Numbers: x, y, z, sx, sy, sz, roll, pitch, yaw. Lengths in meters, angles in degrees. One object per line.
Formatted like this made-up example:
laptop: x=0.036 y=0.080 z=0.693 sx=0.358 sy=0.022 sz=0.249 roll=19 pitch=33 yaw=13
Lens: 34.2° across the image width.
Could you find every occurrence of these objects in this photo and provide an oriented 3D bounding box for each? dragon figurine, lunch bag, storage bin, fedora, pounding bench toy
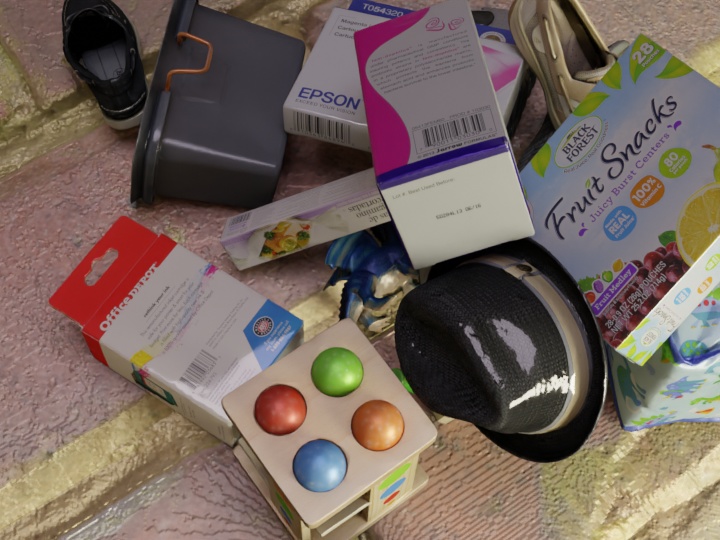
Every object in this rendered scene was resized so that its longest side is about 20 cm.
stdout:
dragon figurine: x=0.000 y=0.000 z=1.077 sx=0.099 sy=0.059 sz=0.200 roll=39 pitch=64 yaw=18
lunch bag: x=0.269 y=0.017 z=1.016 sx=0.127 sy=0.170 sz=0.200 roll=-4 pitch=64 yaw=-7
storage bin: x=-0.131 y=-0.159 z=1.118 sx=0.134 sy=0.146 sz=0.200 roll=12 pitch=64 yaw=-7
fedora: x=0.092 y=0.065 z=0.906 sx=0.091 sy=0.201 sz=0.201 roll=-12 pitch=62 yaw=-36
pounding bench toy: x=0.005 y=0.120 z=0.965 sx=0.200 sy=0.156 sz=0.124 roll=-33 pitch=69 yaw=-17

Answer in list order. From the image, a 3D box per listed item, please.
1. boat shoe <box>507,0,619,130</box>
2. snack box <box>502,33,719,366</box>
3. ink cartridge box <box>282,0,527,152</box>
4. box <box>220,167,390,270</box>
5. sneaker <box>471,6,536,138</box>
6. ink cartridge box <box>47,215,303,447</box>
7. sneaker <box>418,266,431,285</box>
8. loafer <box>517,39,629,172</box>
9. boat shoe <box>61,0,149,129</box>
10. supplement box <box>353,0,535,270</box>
boat shoe: x=0.210 y=-0.172 z=1.075 sx=0.072 sy=0.065 sz=0.200 roll=-37 pitch=104 yaw=-20
snack box: x=0.219 y=-0.056 z=0.914 sx=0.200 sy=0.068 sz=0.169 roll=-48 pitch=55 yaw=9
ink cartridge box: x=0.052 y=-0.189 z=1.103 sx=0.196 sy=0.043 sz=0.200 roll=14 pitch=56 yaw=11
box: x=-0.032 y=-0.052 z=1.060 sx=0.200 sy=0.039 sz=0.041 roll=-18 pitch=34 yaw=20
sneaker: x=0.113 y=-0.194 z=1.177 sx=0.115 sy=0.075 sz=0.200 roll=20 pitch=55 yaw=13
ink cartridge box: x=-0.163 y=0.051 z=1.043 sx=0.200 sy=0.067 sz=0.116 roll=31 pitch=66 yaw=13
sneaker: x=0.104 y=-0.048 z=1.063 sx=0.086 sy=0.078 sz=0.200 roll=-31 pitch=43 yaw=29
loafer: x=0.221 y=-0.141 z=1.156 sx=0.070 sy=0.075 sz=0.200 roll=37 pitch=72 yaw=-12
boat shoe: x=-0.262 y=-0.229 z=1.167 sx=0.074 sy=0.066 sz=0.200 roll=-20 pitch=55 yaw=-1
supplement box: x=0.063 y=-0.114 z=0.932 sx=0.101 sy=0.103 sz=0.200 roll=-16 pitch=46 yaw=9
